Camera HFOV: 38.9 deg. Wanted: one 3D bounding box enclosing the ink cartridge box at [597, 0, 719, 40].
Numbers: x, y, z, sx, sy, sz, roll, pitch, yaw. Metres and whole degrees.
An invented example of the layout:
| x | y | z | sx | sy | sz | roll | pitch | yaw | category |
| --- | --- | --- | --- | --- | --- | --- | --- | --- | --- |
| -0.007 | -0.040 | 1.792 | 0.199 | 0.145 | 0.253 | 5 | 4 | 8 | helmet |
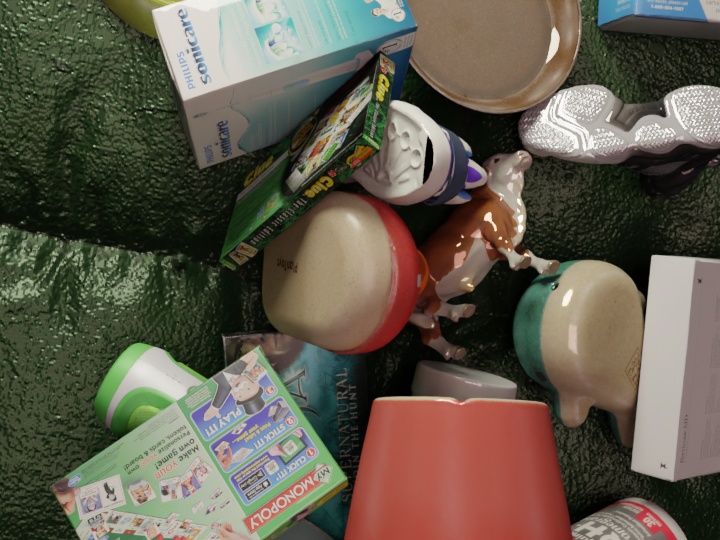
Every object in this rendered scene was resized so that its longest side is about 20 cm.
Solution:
| x | y | z | sx | sy | sz | roll | pitch | yaw | category |
| --- | --- | --- | --- | --- | --- | --- | --- | --- | --- |
| 0.309 | -0.330 | 0.960 | 0.142 | 0.085 | 0.204 | 2 | 92 | -11 | ink cartridge box |

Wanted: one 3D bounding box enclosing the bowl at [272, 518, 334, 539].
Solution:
| x | y | z | sx | sy | sz | roll | pitch | yaw | category |
| --- | --- | --- | --- | --- | --- | --- | --- | --- | --- |
| -0.100 | 0.291 | 0.858 | 0.199 | 0.201 | 0.106 | 34 | 44 | -11 | bowl |

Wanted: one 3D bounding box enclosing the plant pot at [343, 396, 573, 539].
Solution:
| x | y | z | sx | sy | sz | roll | pitch | yaw | category |
| --- | --- | --- | --- | --- | --- | --- | --- | --- | --- |
| 0.077 | 0.192 | 0.795 | 0.197 | 0.200 | 0.181 | 4 | 80 | -11 | plant pot |

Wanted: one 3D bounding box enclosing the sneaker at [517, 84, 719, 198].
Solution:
| x | y | z | sx | sy | sz | roll | pitch | yaw | category |
| --- | --- | --- | --- | --- | --- | --- | --- | --- | --- |
| 0.248 | -0.114 | 0.955 | 0.196 | 0.114 | 0.077 | -1 | 66 | 11 | sneaker |

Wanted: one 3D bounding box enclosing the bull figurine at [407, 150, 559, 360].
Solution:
| x | y | z | sx | sy | sz | roll | pitch | yaw | category |
| --- | --- | --- | --- | --- | --- | --- | --- | --- | --- |
| 0.104 | -0.017 | 0.938 | 0.200 | 0.122 | 0.065 | -45 | 137 | 3 | bull figurine |

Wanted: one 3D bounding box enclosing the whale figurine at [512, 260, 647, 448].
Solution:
| x | y | z | sx | sy | sz | roll | pitch | yaw | category |
| --- | --- | --- | --- | --- | --- | --- | --- | --- | --- |
| 0.217 | 0.080 | 0.975 | 0.200 | 0.103 | 0.160 | 50 | 62 | -32 | whale figurine |

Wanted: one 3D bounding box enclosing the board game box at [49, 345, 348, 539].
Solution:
| x | y | z | sx | sy | sz | roll | pitch | yaw | category |
| --- | --- | --- | --- | --- | --- | --- | --- | --- | --- |
| -0.127 | 0.171 | 0.809 | 0.199 | 0.029 | 0.135 | -33 | 70 | -11 | board game box |

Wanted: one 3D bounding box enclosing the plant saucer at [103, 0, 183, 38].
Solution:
| x | y | z | sx | sy | sz | roll | pitch | yaw | category |
| --- | --- | --- | --- | --- | --- | --- | --- | --- | --- |
| -0.152 | -0.305 | 0.901 | 0.196 | 0.031 | 0.204 | -1 | 93 | -11 | plant saucer |

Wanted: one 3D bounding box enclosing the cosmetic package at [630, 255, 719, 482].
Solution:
| x | y | z | sx | sy | sz | roll | pitch | yaw | category |
| --- | --- | --- | --- | --- | --- | --- | --- | --- | --- |
| 0.328 | 0.090 | 0.976 | 0.149 | 0.051 | 0.204 | 2 | 94 | -45 | cosmetic package |

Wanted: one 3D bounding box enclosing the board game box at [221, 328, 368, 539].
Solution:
| x | y | z | sx | sy | sz | roll | pitch | yaw | category |
| --- | --- | --- | --- | --- | --- | --- | --- | --- | --- |
| -0.058 | 0.154 | 0.952 | 0.133 | 0.028 | 0.204 | -4 | 94 | -11 | board game box |

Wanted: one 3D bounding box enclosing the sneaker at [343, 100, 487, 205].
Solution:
| x | y | z | sx | sy | sz | roll | pitch | yaw | category |
| --- | --- | --- | --- | --- | --- | --- | --- | --- | --- |
| 0.064 | -0.095 | 0.867 | 0.144 | 0.199 | 0.082 | 4 | 96 | -28 | sneaker |

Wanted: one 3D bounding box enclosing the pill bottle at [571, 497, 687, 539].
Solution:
| x | y | z | sx | sy | sz | roll | pitch | yaw | category |
| --- | --- | --- | --- | --- | --- | --- | --- | --- | --- |
| 0.205 | 0.292 | 0.935 | 0.198 | 0.110 | 0.113 | -15 | 97 | -35 | pill bottle |

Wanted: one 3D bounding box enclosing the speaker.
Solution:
| x | y | z | sx | sy | sz | roll | pitch | yaw | category |
| --- | --- | --- | --- | --- | --- | --- | --- | --- | --- |
| -0.129 | 0.145 | 0.885 | 0.198 | 0.088 | 0.089 | 30 | 88 | 7 | speaker |

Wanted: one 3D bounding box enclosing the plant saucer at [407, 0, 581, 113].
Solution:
| x | y | z | sx | sy | sz | roll | pitch | yaw | category |
| --- | --- | --- | --- | --- | --- | --- | --- | --- | --- |
| 0.109 | -0.237 | 0.934 | 0.197 | 0.032 | 0.204 | 4 | 79 | -20 | plant saucer |

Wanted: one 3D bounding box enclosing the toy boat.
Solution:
| x | y | z | sx | sy | sz | roll | pitch | yaw | category |
| --- | --- | --- | --- | --- | --- | --- | --- | --- | --- |
| 0.000 | 0.000 | 0.874 | 0.129 | 0.199 | 0.133 | 2 | 94 | -24 | toy boat |

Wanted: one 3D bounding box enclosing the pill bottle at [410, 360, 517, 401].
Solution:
| x | y | z | sx | sy | sz | roll | pitch | yaw | category |
| --- | --- | --- | --- | --- | --- | --- | --- | --- | --- |
| 0.079 | 0.193 | 0.937 | 0.112 | 0.114 | 0.203 | 12 | 92 | -11 | pill bottle |

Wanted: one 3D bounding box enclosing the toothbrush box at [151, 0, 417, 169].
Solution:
| x | y | z | sx | sy | sz | roll | pitch | yaw | category |
| --- | --- | --- | --- | --- | --- | --- | --- | --- | --- |
| -0.063 | -0.177 | 0.860 | 0.197 | 0.147 | 0.086 | -21 | 77 | -8 | toothbrush box |

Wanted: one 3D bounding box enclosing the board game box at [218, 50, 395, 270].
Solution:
| x | y | z | sx | sy | sz | roll | pitch | yaw | category |
| --- | --- | --- | --- | --- | --- | --- | --- | --- | --- |
| -0.046 | -0.087 | 0.843 | 0.023 | 0.199 | 0.106 | 30 | 46 | -26 | board game box |
